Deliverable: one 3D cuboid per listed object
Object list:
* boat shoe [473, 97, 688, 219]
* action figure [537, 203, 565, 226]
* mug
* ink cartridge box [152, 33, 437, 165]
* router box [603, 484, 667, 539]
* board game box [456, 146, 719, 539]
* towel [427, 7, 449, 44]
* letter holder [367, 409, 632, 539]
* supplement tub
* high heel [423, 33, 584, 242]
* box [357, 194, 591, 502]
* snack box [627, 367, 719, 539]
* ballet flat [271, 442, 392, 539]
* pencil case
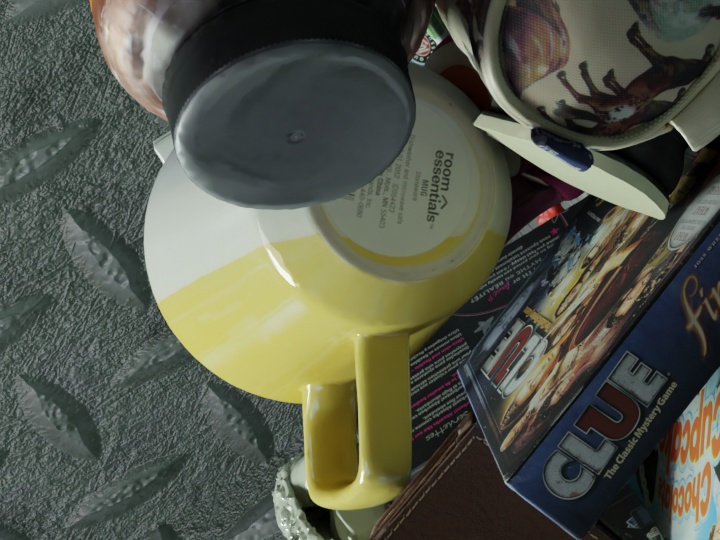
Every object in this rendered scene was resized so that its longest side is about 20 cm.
[{"bbox_3d":[0.087,-0.061,0.704,0.074,0.063,0.201,30,-173,-1],"label":"boat shoe"},{"bbox_3d":[0.178,0.044,1.122,0.200,0.065,0.099,61,175,32],"label":"action figure"},{"bbox_3d":[0.004,-0.009,0.831,0.187,0.149,0.153,56,160,-2],"label":"mug"},{"bbox_3d":[0.010,-0.075,1.136,0.147,0.200,0.146,58,-163,-6],"label":"ink cartridge box"},{"bbox_3d":[0.167,0.123,0.926,0.200,0.150,0.062,57,-176,-42],"label":"router box"},{"bbox_3d":[0.097,0.014,0.720,0.035,0.136,0.200,37,-175,-6],"label":"board game box"},{"bbox_3d":[0.018,-0.180,0.974,0.200,0.023,0.153,46,-153,-35],"label":"towel"},{"bbox_3d":[0.078,0.177,0.783,0.200,0.142,0.101,40,-179,3],"label":"letter holder"},{"bbox_3d":[-0.037,-0.116,0.596,0.107,0.107,0.200,55,-163,-52],"label":"supplement tub"},{"bbox_3d":[0.082,-0.083,0.882,0.067,0.096,0.200,44,170,15],"label":"high heel"},{"bbox_3d":[0.106,0.068,0.987,0.132,0.200,0.115,56,-176,-37],"label":"box"},{"bbox_3d":[0.143,0.052,0.731,0.200,0.037,0.117,-106,23,-82],"label":"snack box"},{"bbox_3d":[-0.004,0.125,0.984,0.072,0.072,0.200,57,180,-21],"label":"ballet flat"},{"bbox_3d":[0.055,-0.103,0.624,0.090,0.078,0.200,55,-176,-27],"label":"pencil case"}]
